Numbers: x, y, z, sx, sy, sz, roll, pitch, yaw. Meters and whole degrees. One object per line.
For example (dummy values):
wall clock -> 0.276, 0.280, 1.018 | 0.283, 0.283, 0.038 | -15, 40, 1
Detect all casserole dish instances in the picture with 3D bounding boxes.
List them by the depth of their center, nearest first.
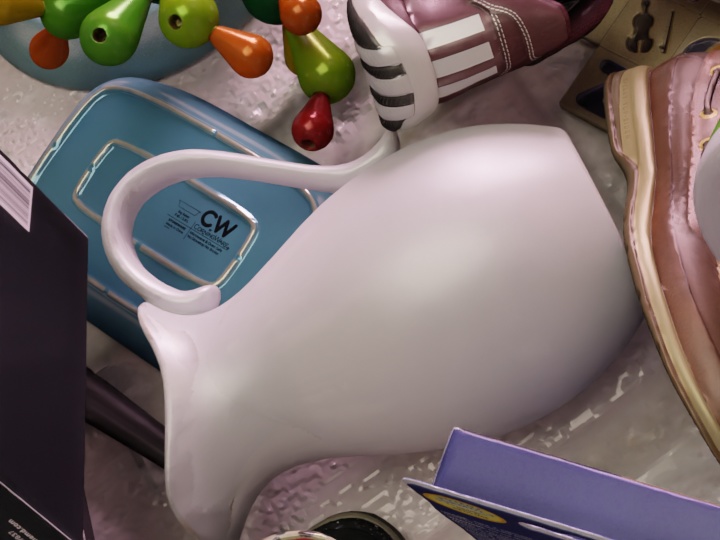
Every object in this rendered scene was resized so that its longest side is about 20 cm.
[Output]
casserole dish -> -0.084, -0.021, 0.816 | 0.200, 0.039, 0.121 | 31, 84, 27

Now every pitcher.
pitcher -> 0.000, 0.000, 0.719 | 0.200, 0.121, 0.172 | -26, 73, 6

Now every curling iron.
curling iron -> -0.145, 0.056, 0.813 | 0.200, 0.026, 0.050 | 26, 44, 24

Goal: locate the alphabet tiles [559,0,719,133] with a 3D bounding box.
alphabet tiles -> 0.182, -0.131, 0.773 | 0.166, 0.006, 0.200 | 32, 84, 29

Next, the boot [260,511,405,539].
boot -> -0.064, 0.169, 0.663 | 0.204, 0.154, 0.073 | -45, 80, -2

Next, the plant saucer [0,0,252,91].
plant saucer -> -0.122, -0.188, 0.903 | 0.200, 0.027, 0.200 | -7, 68, 18

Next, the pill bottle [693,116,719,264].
pill bottle -> 0.204, -0.080, 0.631 | 0.111, 0.111, 0.200 | 14, 54, 25

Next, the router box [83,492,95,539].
router box -> -0.178, 0.139, 0.697 | 0.150, 0.062, 0.200 | -41, 30, 6

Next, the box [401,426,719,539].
box -> 0.100, 0.100, 0.603 | 0.121, 0.200, 0.032 | 14, 75, 25

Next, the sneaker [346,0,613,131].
sneaker -> 0.054, -0.130, 0.759 | 0.115, 0.076, 0.200 | -16, 34, 7

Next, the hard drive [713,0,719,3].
hard drive -> 0.205, -0.201, 0.747 | 0.132, 0.026, 0.200 | 20, 83, 10

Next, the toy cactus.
toy cactus -> -0.078, -0.149, 0.819 | 0.200, 0.102, 0.165 | 25, 62, 6

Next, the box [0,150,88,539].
box -> -0.178, 0.055, 0.661 | 0.141, 0.079, 0.200 | -33, 31, 14

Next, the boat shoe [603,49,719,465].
boat shoe -> 0.142, -0.013, 0.674 | 0.068, 0.072, 0.200 | -21, 46, 21
